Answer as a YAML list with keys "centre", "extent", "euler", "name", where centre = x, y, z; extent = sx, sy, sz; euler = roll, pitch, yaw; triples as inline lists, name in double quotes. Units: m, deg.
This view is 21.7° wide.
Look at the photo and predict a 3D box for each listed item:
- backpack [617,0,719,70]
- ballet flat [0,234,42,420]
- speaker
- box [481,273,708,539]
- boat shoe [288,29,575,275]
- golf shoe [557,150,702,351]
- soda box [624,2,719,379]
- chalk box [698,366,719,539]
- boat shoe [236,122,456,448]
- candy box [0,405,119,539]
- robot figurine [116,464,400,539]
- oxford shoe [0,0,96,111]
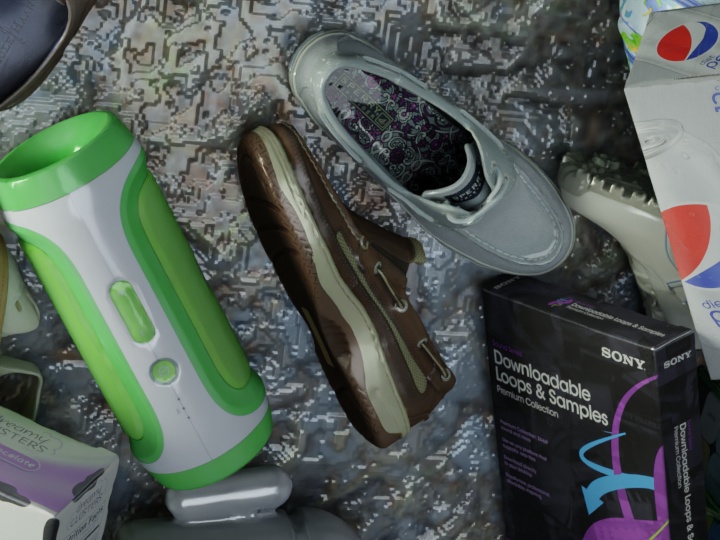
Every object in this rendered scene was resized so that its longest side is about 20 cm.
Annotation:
- centre: [0.238, -0.134, 1.002]
  extent: [0.199, 0.164, 0.154]
  euler: [26, 127, -12]
  name: "backpack"
- centre: [-0.204, 0.040, 1.024]
  extent: [0.063, 0.069, 0.201]
  euler: [-2, 119, -21]
  name: "ballet flat"
- centre: [-0.120, 0.018, 1.017]
  extent: [0.088, 0.089, 0.201]
  euler: [-26, 113, -2]
  name: "speaker"
- centre: [0.134, 0.111, 1.076]
  extent: [0.036, 0.143, 0.201]
  euler: [-20, 114, -33]
  name: "box"
- centre: [0.044, -0.055, 1.033]
  extent: [0.200, 0.072, 0.070]
  euler: [37, 99, -21]
  name: "boat shoe"
- centre: [0.186, 0.005, 1.084]
  extent: [0.199, 0.078, 0.098]
  euler: [27, 105, -19]
  name: "golf shoe"
- centre: [0.194, -0.037, 0.967]
  extent: [0.063, 0.068, 0.201]
  euler: [-3, 131, 25]
  name: "soda box"
- centre: [0.251, 0.144, 1.122]
  extent: [0.199, 0.125, 0.125]
  euler: [11, 107, -14]
  name: "chalk box"
- centre: [-0.003, -0.002, 1.050]
  extent: [0.075, 0.075, 0.203]
  euler: [-31, 120, -15]
  name: "boat shoe"
- centre: [-0.231, 0.162, 0.999]
  extent: [0.167, 0.072, 0.201]
  euler: [21, 117, 14]
  name: "candy box"
- centre: [-0.073, 0.195, 1.076]
  extent: [0.198, 0.113, 0.171]
  euler: [-2, 106, -11]
  name: "robot figurine"
- centre: [-0.146, -0.166, 0.951]
  extent: [0.071, 0.073, 0.201]
  euler: [24, 103, -18]
  name: "oxford shoe"
